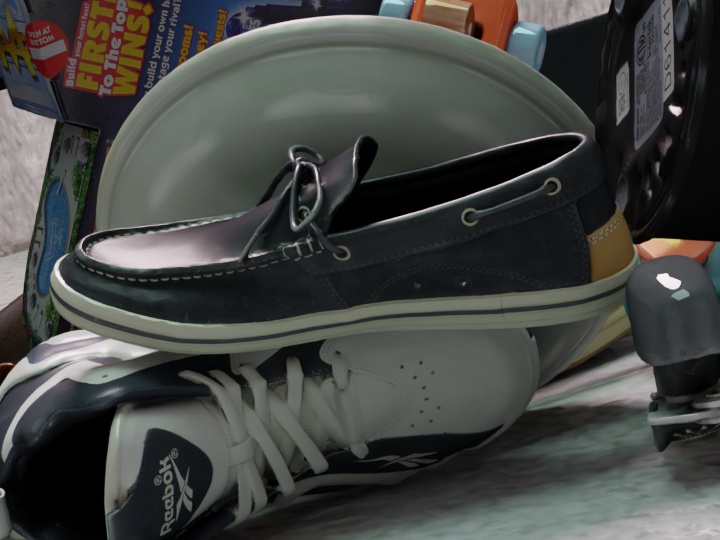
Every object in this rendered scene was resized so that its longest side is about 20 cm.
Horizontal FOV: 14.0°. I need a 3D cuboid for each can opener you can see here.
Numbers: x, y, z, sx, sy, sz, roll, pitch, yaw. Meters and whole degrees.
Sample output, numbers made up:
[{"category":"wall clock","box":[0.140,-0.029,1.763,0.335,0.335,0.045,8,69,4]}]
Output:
[{"category":"can opener","box":[0.120,0.018,0.989,0.053,0.067,0.200,-14,6,8]}]

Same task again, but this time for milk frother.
[{"category":"milk frother","box":[0.195,-0.090,0.971,0.187,0.182,0.200,5,-3,-12]}]

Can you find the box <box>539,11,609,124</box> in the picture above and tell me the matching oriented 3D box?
[{"category":"box","box":[0.063,-0.036,1.342,0.141,0.079,0.200,-16,-15,-37]}]

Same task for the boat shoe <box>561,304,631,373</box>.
[{"category":"boat shoe","box":[0.024,0.025,1.210,0.199,0.063,0.073,-17,5,-21]}]

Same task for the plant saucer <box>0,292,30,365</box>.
[{"category":"plant saucer","box":[-0.130,0.028,1.367,0.200,0.032,0.200,-35,-9,-6]}]

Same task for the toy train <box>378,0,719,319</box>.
[{"category":"toy train","box":[0.087,-0.049,1.170,0.199,0.151,0.056,18,-15,14]}]

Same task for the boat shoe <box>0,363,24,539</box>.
[{"category":"boat shoe","box":[-0.139,0.069,1.224,0.071,0.063,0.200,-18,5,-12]}]

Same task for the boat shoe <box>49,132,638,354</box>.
[{"category":"boat shoe","box":[-0.008,-0.013,0.986,0.199,0.063,0.075,-4,22,10]}]

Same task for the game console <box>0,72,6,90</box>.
[{"category":"game console","box":[-0.257,-0.062,1.278,0.199,0.119,0.171,-12,35,36]}]

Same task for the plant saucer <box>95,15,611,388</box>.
[{"category":"plant saucer","box":[0.000,0.000,1.077,0.199,0.201,0.050,-14,40,15]}]

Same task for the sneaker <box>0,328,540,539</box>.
[{"category":"sneaker","box":[-0.041,0.060,1.003,0.198,0.080,0.130,-2,21,11]}]

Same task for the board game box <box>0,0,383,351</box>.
[{"category":"board game box","box":[-0.076,-0.056,1.222,0.199,0.201,0.062,11,3,-29]}]
